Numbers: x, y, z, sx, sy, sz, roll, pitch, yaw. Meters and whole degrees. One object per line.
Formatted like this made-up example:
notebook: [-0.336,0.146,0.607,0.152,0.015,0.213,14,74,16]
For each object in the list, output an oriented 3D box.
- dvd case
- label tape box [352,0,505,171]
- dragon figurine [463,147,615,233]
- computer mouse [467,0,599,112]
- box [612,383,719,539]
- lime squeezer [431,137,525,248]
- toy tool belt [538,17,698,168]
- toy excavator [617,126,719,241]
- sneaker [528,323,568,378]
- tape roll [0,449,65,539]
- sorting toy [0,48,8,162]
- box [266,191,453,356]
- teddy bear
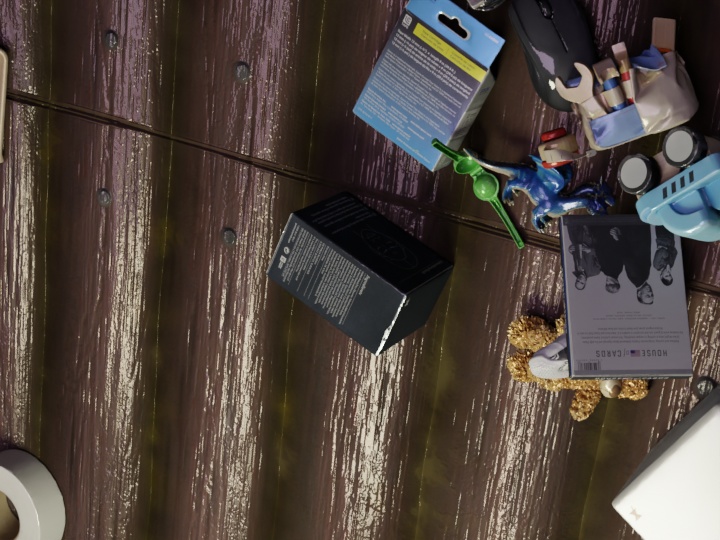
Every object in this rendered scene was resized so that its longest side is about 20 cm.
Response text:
dvd case: [0.318,0.030,1.516,0.148,0.025,0.203,0,74,-2]
label tape box: [0.097,-0.254,1.639,0.143,0.066,0.201,38,117,16]
dragon figurine: [0.232,-0.118,1.598,0.200,0.059,0.100,44,119,8]
computer mouse: [0.228,-0.288,1.529,0.137,0.053,0.202,-29,95,-3]
box: [0.453,0.262,1.509,0.200,0.171,0.200,46,122,11]
lime squeezer: [0.157,-0.117,1.644,0.038,0.071,0.200,-39,116,7]
toy tool belt: [0.290,-0.210,1.476,0.197,0.125,0.125,-19,96,6]
toy excavator: [0.417,-0.070,1.439,0.193,0.099,0.203,-32,66,36]
sneaker: [0.283,0.052,1.565,0.198,0.075,0.116,-24,68,-6]
tape roll: [-0.628,0.428,2.264,0.200,0.071,0.206,9,109,28]
sorting toy: [-0.656,-0.298,2.097,0.183,0.036,0.203,21,118,25]
box: [0.000,0.000,1.719,0.199,0.148,0.108,35,119,18]
teddy bear: [0.276,0.123,1.638,0.198,0.067,0.147,30,119,21]
